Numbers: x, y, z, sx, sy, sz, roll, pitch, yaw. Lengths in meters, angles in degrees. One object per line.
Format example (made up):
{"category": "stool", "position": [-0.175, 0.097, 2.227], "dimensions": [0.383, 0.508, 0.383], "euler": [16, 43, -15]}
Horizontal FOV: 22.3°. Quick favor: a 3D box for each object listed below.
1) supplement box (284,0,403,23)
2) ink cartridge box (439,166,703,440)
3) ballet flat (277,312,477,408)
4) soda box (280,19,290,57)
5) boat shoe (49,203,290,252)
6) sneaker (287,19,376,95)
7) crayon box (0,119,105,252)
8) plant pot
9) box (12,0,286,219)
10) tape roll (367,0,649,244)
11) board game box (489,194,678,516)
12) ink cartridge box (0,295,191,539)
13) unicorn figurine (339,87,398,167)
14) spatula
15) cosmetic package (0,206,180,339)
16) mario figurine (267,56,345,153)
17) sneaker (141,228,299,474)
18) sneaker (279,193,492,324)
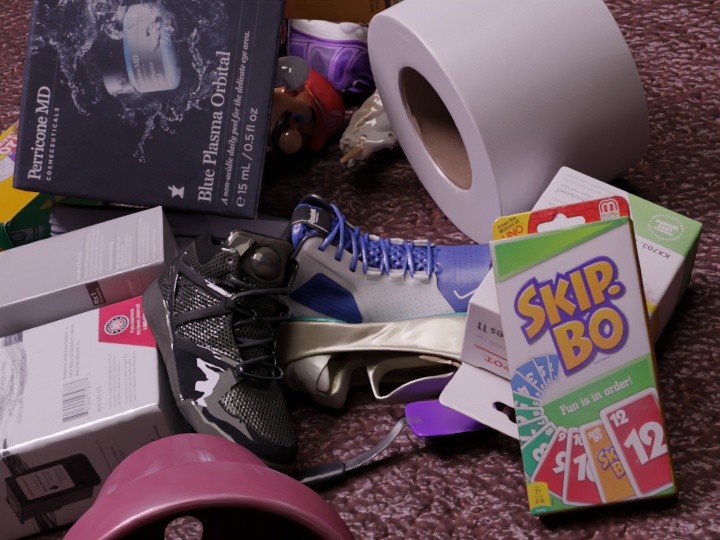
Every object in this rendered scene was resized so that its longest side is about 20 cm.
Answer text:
{"category": "supplement box", "position": [0.021, -0.253, 1.550], "dimensions": [0.199, 0.067, 0.069], "euler": [6, 55, 9]}
{"category": "ink cartridge box", "position": [0.147, 0.028, 1.271], "dimensions": [0.117, 0.068, 0.200], "euler": [23, 50, 16]}
{"category": "ballet flat", "position": [0.001, 0.068, 1.328], "dimensions": [0.199, 0.070, 0.070], "euler": [-5, 37, 18]}
{"category": "soda box", "position": [-0.167, -0.212, 1.669], "dimensions": [0.199, 0.063, 0.071], "euler": [-3, 75, 16]}
{"category": "boat shoe", "position": [-0.157, -0.018, 1.514], "dimensions": [0.199, 0.067, 0.074], "euler": [3, 7, -2]}
{"category": "sneaker", "position": [-0.021, -0.181, 1.681], "dimensions": [0.199, 0.081, 0.084], "euler": [20, 82, 34]}
{"category": "crayon box", "position": [-0.289, -0.087, 1.672], "dimensions": [0.118, 0.058, 0.200], "euler": [11, 44, 36]}
{"category": "plant pot", "position": [-0.097, 0.190, 1.107], "dimensions": [0.199, 0.201, 0.179], "euler": [-21, 20, -3]}
{"category": "box", "position": [-0.170, -0.153, 1.475], "dimensions": [0.199, 0.198, 0.117], "euler": [7, 8, -7]}
{"category": "tape roll", "position": [0.114, -0.140, 1.429], "dimensions": [0.139, 0.203, 0.203], "euler": [-29, 36, -13]}
{"category": "board game box", "position": [0.144, 0.054, 1.192], "dimensions": [0.095, 0.030, 0.201], "euler": [-10, 77, 13]}
{"category": "ink cartridge box", "position": [-0.231, 0.113, 1.351], "dimensions": [0.199, 0.084, 0.146], "euler": [-17, 35, 4]}
{"category": "unicorn figurine", "position": [0.045, -0.161, 1.572], "dimensions": [0.137, 0.074, 0.201], "euler": [-6, 58, 0]}
{"category": "spatula", "position": [0.001, 0.128, 1.274], "dimensions": [0.199, 0.021, 0.057], "euler": [-23, 22, -1]}
{"category": "cosmetic package", "position": [-0.232, 0.035, 1.439], "dimensions": [0.199, 0.107, 0.090], "euler": [-19, 35, 4]}
{"category": "mario figurine", "position": [-0.106, -0.128, 1.594], "dimensions": [0.199, 0.107, 0.123], "euler": [-6, -1, -20]}
{"category": "sneaker", "position": [-0.083, 0.047, 1.290], "dimensions": [0.114, 0.076, 0.200], "euler": [-52, 45, 27]}
{"category": "sneaker", "position": [-0.001, 0.000, 1.368], "dimensions": [0.198, 0.116, 0.081], "euler": [-11, 36, 12]}
